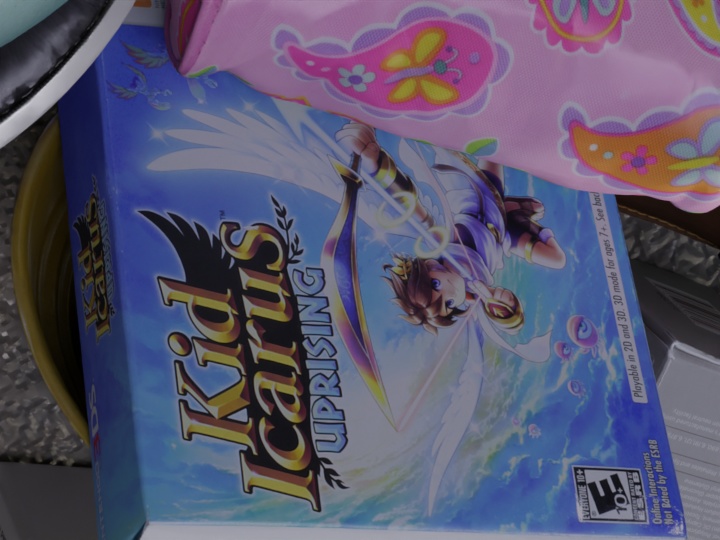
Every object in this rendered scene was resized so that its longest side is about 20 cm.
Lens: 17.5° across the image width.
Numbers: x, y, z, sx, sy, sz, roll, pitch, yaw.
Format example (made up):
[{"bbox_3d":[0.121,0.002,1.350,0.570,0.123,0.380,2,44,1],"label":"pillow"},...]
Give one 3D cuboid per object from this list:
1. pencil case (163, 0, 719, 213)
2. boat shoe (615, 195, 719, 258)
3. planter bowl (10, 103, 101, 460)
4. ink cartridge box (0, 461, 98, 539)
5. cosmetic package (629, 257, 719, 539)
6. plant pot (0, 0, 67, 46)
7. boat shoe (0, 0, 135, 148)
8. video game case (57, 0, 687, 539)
[{"bbox_3d":[0.034,-0.078,0.727,0.198,0.088,0.088,13,110,-17],"label":"pencil case"},{"bbox_3d":[0.157,-0.025,0.827,0.198,0.068,0.072,11,154,10],"label":"boat shoe"},{"bbox_3d":[-0.033,0.025,0.793,0.199,0.202,0.084,6,149,-24],"label":"planter bowl"},{"bbox_3d":[-0.083,0.182,0.874,0.144,0.084,0.201,6,113,-25],"label":"ink cartridge box"},{"bbox_3d":[0.084,0.103,0.890,0.090,0.107,0.201,20,104,-28],"label":"cosmetic package"},{"bbox_3d":[-0.118,-0.145,0.618,0.134,0.199,0.201,-13,126,-57],"label":"plant pot"},{"bbox_3d":[-0.158,-0.056,0.708,0.199,0.074,0.060,-32,127,6],"label":"boat shoe"},{"bbox_3d":[0.000,0.000,0.744,0.180,0.201,0.045,4,149,-23],"label":"video game case"}]
